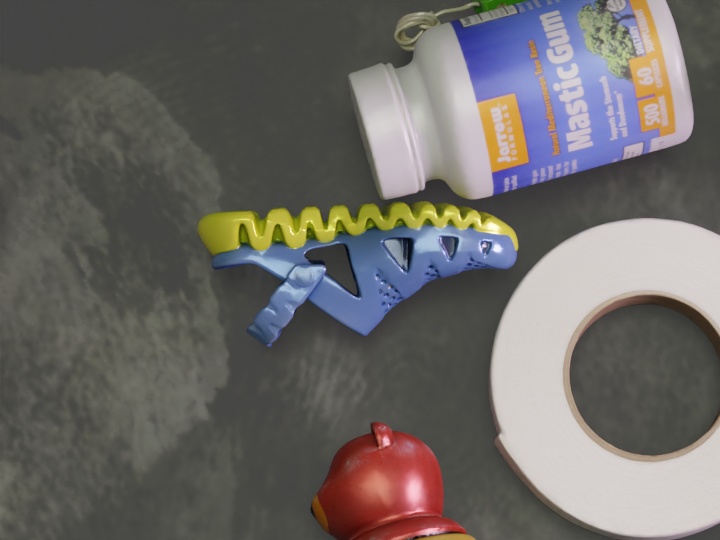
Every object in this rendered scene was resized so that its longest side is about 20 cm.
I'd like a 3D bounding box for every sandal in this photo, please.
[{"bbox_3d":[0.000,0.000,1.710,0.199,0.079,0.088,-4,89,6],"label":"sandal"}]

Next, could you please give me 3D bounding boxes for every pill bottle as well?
[{"bbox_3d":[0.098,-0.109,1.704,0.199,0.112,0.113,-16,80,-2],"label":"pill bottle"}]

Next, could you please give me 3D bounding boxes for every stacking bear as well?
[{"bbox_3d":[0.029,0.194,1.656,0.113,0.122,0.201,-16,72,0],"label":"stacking bear"}]

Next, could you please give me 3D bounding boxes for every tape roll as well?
[{"bbox_3d":[0.178,0.068,1.709,0.202,0.037,0.204,0,80,0],"label":"tape roll"}]

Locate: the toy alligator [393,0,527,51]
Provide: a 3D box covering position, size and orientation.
[{"bbox_3d":[0.111,-0.191,1.751,0.199,0.059,0.054,-16,40,-2],"label":"toy alligator"}]
